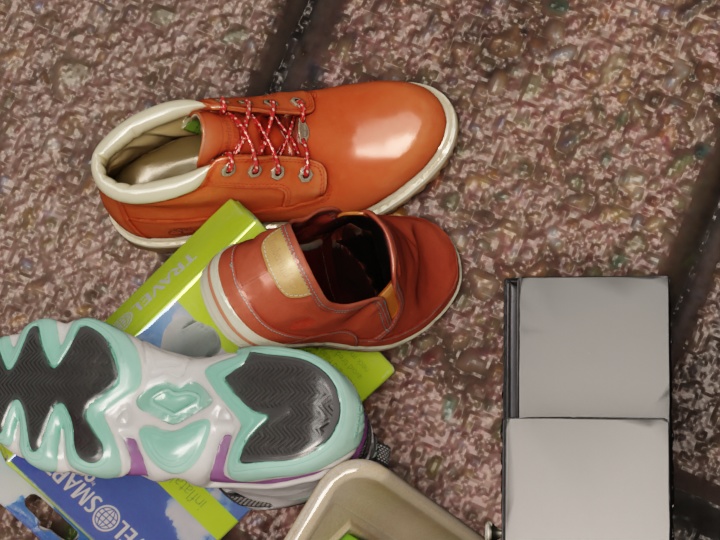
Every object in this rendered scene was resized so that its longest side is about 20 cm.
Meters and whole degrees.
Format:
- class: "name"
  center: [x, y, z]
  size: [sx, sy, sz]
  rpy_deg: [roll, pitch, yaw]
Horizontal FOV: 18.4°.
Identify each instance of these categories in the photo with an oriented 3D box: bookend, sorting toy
- class: "bookend"
  center: [0.106, 0.083, 1.076]
  size: [0.092, 0.200, 0.200]
  rpy_deg: [0, 79, 8]
- class: "sorting toy"
  center: [-0.018, 0.197, 1.080]
  size: [0.036, 0.185, 0.200]
  rpy_deg: [34, 86, 29]

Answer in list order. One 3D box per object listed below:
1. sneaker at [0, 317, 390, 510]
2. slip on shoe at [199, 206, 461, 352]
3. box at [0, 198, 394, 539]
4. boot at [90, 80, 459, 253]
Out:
- class: "sneaker"
  center: [-0.082, 0.082, 1.093]
  size: [0.199, 0.140, 0.078]
  rpy_deg: [9, 75, 19]
- class: "slip on shoe"
  center: [0.000, 0.000, 1.117]
  size: [0.061, 0.200, 0.074]
  rpy_deg: [-32, 76, 30]
- class: "box"
  center: [-0.095, 0.075, 1.157]
  size: [0.200, 0.048, 0.122]
  rpy_deg: [-44, 115, -2]
- class: "boot"
  center: [-0.046, -0.062, 1.179]
  size: [0.199, 0.107, 0.075]
  rpy_deg: [-15, 74, 3]
